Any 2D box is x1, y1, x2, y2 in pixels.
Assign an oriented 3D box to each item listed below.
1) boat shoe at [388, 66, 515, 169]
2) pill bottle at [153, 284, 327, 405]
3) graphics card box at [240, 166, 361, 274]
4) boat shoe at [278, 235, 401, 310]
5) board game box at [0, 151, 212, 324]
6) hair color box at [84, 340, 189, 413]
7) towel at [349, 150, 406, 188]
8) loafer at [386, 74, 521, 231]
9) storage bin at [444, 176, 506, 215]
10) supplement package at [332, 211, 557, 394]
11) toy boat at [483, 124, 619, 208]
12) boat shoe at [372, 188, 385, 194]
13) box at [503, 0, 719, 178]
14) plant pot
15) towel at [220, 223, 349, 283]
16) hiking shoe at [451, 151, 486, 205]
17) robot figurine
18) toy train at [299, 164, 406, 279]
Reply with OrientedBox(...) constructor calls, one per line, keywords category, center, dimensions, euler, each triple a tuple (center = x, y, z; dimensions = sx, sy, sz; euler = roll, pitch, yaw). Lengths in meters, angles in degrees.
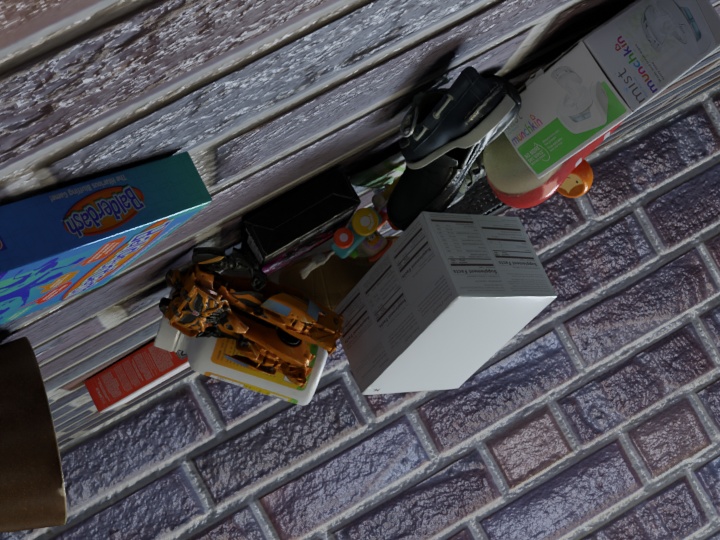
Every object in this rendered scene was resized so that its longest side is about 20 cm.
OrientedBox(category="boat shoe", center=(0.076, -0.143, 1.181), dimensions=(0.075, 0.062, 0.200), euler=(-44, -171, -12))
OrientedBox(category="pill bottle", center=(-0.141, 0.081, 1.516), dimensions=(0.111, 0.198, 0.112), euler=(-162, -90, -82))
OrientedBox(category="graphics card box", center=(-0.072, -0.050, 1.434), dimensions=(0.125, 0.051, 0.200), euler=(-30, 176, -10))
OrientedBox(category="boat shoe", center=(0.000, 0.000, 1.535), dimensions=(0.197, 0.075, 0.069), euler=(-7, -162, 6))
OrientedBox(category="board game box", center=(-0.219, -0.011, 0.874), dimensions=(0.152, 0.045, 0.199), euler=(-32, 176, 40))
OrientedBox(category="hair color box", center=(-0.345, 0.157, 2.081), dimensions=(0.198, 0.062, 0.101), euler=(-29, 176, 14))
OrientedBox(category="towel", center=(0.089, -0.154, 1.488), dimensions=(0.198, 0.024, 0.152), euler=(-29, 176, 13))
OrientedBox(category="loafer", center=(0.089, -0.126, 1.341), dimensions=(0.201, 0.068, 0.070), euler=(-50, 152, 21))
OrientedBox(category="storage bin", center=(0.166, -0.122, 1.960), dimensions=(0.199, 0.095, 0.135), euler=(-30, 177, 19))
OrientedBox(category="supplement package", center=(0.091, 0.040, 1.427), dimensions=(0.154, 0.112, 0.200), euler=(1, 145, -39))
OrientedBox(category="toy boat", center=(0.246, -0.144, 1.551), dimensions=(0.200, 0.131, 0.130), euler=(-42, -146, -18))
OrientedBox(category="boat shoe", center=(0.095, -0.110, 1.745), dimensions=(0.073, 0.069, 0.199), euler=(-31, 176, 33))
OrientedBox(category="box", center=(0.268, -0.212, 1.372), dimensions=(0.176, 0.097, 0.200), euler=(-37, 180, -28))
OrientedBox(category="plant pot", center=(-0.401, 0.177, 1.209), dimensions=(0.198, 0.189, 0.187), euler=(-12, 170, -21))
OrientedBox(category="towel", center=(-0.073, 0.008, 1.630), dimensions=(0.198, 0.133, 0.035), euler=(-28, 147, -5))
OrientedBox(category="hiking shoe", center=(0.144, -0.153, 1.642), dimensions=(0.101, 0.076, 0.200), euler=(-42, 178, 38))
OrientedBox(category="robot figurine", center=(-0.126, 0.051, 1.399), dimensions=(0.145, 0.198, 0.059), euler=(-51, -158, 39))
OrientedBox(category="toy train", center=(0.019, -0.049, 1.466), dimensions=(0.200, 0.056, 0.150), euler=(-45, 179, -43))
